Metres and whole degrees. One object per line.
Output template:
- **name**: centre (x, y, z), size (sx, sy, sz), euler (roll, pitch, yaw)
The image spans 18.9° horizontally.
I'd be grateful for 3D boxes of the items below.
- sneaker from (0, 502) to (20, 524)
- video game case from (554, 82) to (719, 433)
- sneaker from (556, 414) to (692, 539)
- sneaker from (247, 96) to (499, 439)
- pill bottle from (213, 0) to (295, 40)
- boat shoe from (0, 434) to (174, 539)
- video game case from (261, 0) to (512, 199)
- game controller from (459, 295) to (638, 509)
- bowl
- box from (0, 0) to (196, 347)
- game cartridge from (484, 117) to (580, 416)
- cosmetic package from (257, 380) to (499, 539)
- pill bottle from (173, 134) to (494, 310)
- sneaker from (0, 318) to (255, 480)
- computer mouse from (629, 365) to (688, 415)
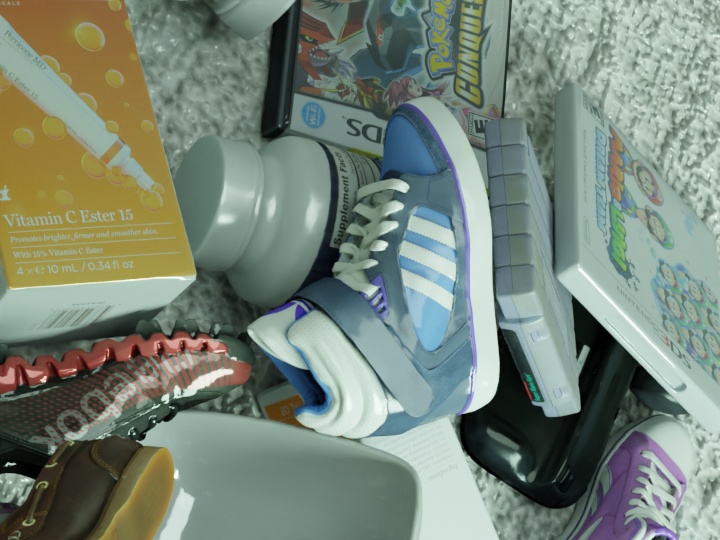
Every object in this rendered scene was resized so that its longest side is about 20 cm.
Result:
- **sneaker**: centre (-0.173, 0.207, 1.225), size (0.080, 0.200, 0.089), euler (1, 120, -52)
- **video game case**: centre (0.196, -0.011, 1.511), size (0.182, 0.024, 0.200), euler (43, 32, -28)
- **sneaker**: centre (0.196, 0.173, 1.478), size (0.073, 0.114, 0.201), euler (43, 58, -13)
- **sneaker**: centre (0.000, 0.000, 1.296), size (0.146, 0.081, 0.201), euler (-8, 89, -27)
- **pill bottle**: centre (-0.118, -0.245, 1.395), size (0.200, 0.111, 0.111), euler (43, 59, -16)
- **boat shoe**: centre (-0.165, 0.157, 1.153), size (0.200, 0.070, 0.071), euler (-58, 153, -58)
- **video game case**: centre (0.024, -0.165, 1.512), size (0.180, 0.025, 0.201), euler (15, 70, -28)
- **game controller**: centre (0.142, 0.065, 1.523), size (0.104, 0.042, 0.200), euler (29, 62, -6)
- **bowl**: centre (-0.068, 0.195, 1.292), size (0.199, 0.075, 0.200), euler (11, 65, 15)
- **box**: centre (-0.192, -0.065, 1.288), size (0.124, 0.097, 0.201), euler (-5, 70, -33)
- **game cartridge**: centre (0.111, 0.004, 1.410), size (0.038, 0.200, 0.130), euler (-4, 64, 13)
- **cosmetic package**: centre (0.020, 0.151, 1.381), size (0.071, 0.101, 0.201), euler (-23, 89, -35)
- **pill bottle**: centre (-0.019, -0.022, 1.396), size (0.199, 0.111, 0.111), euler (15, 70, -28)
- **sneaker**: centre (-0.155, 0.086, 1.284), size (0.200, 0.071, 0.098), euler (-10, 77, -15)
- **computer mouse**: centre (0.274, 0.082, 1.590), size (0.199, 0.059, 0.034), euler (-5, 96, -37)
